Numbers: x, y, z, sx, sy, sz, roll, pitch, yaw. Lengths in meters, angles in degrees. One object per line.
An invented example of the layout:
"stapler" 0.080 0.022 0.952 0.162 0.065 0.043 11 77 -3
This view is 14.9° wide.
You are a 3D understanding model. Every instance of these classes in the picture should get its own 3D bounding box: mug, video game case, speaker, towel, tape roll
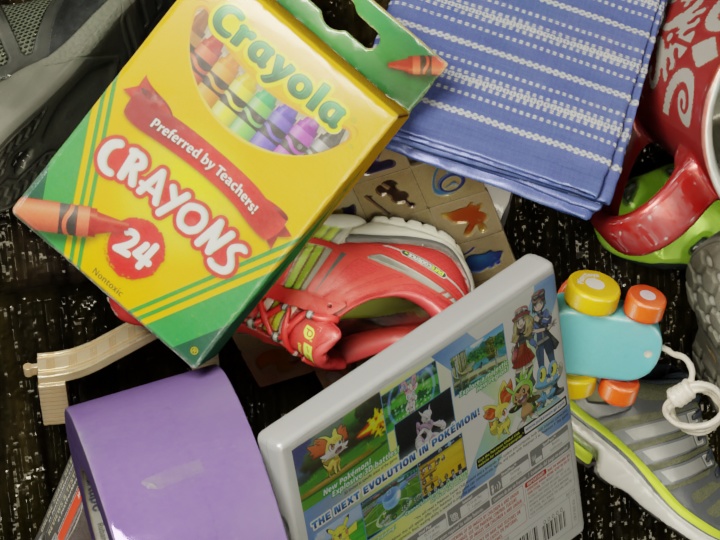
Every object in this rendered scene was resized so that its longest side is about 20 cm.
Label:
"mug" 0.192 -0.099 1.492 0.177 0.200 0.134 -12 109 -11
"video game case" 0.037 0.113 1.449 0.200 0.022 0.183 -32 129 -31
"speaker" -0.020 -0.061 1.508 0.199 0.081 0.082 9 104 -18
"towel" 0.086 -0.129 1.466 0.144 0.024 0.201 18 59 2
"tape roll" -0.087 0.156 1.424 0.085 0.200 0.201 -16 110 -9

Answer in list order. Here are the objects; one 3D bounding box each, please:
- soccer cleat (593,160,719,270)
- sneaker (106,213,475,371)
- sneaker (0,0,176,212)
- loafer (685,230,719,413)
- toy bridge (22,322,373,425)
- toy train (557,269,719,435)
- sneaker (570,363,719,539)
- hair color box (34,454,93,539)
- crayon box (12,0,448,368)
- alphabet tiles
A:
"soccer cleat" 0.235 -0.035 1.596 0.199 0.081 0.068 -11 73 6
"sneaker" -0.035 0.014 1.455 0.199 0.085 0.077 -1 136 -8
"sneaker" -0.173 -0.125 1.449 0.199 0.114 0.076 -47 153 -25
"loafer" 0.228 0.025 1.566 0.070 0.070 0.200 -27 156 -6
"toy bridge" -0.087 0.046 1.521 0.199 0.027 0.067 -5 131 -4
"toy train" 0.096 0.073 1.544 0.199 0.056 0.151 -26 121 12
"sneaker" 0.183 0.103 1.620 0.200 0.074 0.081 35 91 -23
"hair color box" -0.079 0.163 1.569 0.199 0.061 0.102 21 100 -19
"crayon box" -0.066 -0.067 1.396 0.127 0.051 0.200 39 99 4
"alphabet tiles" 0.000 0.000 1.513 0.166 0.006 0.200 -17 136 9
